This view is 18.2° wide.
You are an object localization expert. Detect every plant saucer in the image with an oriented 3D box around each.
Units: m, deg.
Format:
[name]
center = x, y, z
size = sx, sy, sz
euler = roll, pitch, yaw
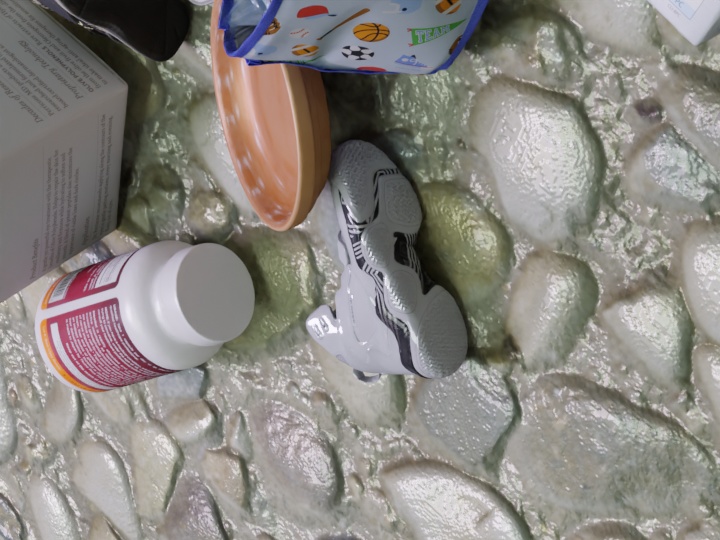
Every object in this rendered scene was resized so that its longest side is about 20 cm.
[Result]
[plant saucer]
center = -0.068, -0.132, 1.753
size = 0.200, 0.037, 0.201
euler = 167, 90, -72

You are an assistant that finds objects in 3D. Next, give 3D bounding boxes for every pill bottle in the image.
[pill bottle]
center = -0.185, 0.038, 1.950
size = 0.200, 0.113, 0.113
euler = -16, 99, 47

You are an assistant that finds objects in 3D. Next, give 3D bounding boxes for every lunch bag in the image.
[lunch bag]
center = 0.003, -0.224, 1.578
size = 0.124, 0.170, 0.200
euler = -108, 29, -41

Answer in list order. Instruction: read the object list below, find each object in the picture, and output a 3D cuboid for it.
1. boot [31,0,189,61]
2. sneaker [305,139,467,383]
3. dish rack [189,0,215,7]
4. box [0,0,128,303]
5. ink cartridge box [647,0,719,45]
[boot]
center = -0.247, -0.249, 1.833
size = 0.154, 0.204, 0.074
euler = 27, 83, 38
[sneaker]
center = 0.000, 0.000, 1.777
size = 0.115, 0.075, 0.200
euler = -16, 101, 45
[dish rack]
center = -0.103, -0.296, 1.753
size = 0.200, 0.043, 0.172
euler = -13, 101, 48
[box]
center = -0.331, -0.113, 1.948
size = 0.200, 0.171, 0.199
euler = 40, 146, 21
[ink cartridge box]
center = 0.219, -0.269, 1.449
size = 0.160, 0.047, 0.200
euler = 47, 137, 15
